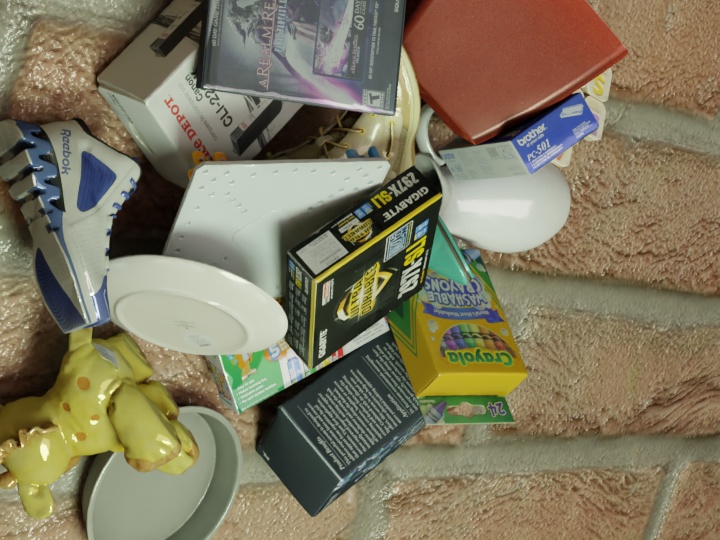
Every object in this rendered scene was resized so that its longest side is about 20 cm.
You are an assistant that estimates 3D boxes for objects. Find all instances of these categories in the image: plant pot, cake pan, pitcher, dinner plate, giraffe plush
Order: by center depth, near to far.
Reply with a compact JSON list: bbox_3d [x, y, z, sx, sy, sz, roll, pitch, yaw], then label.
[{"bbox_3d":[-0.274,0.149,1.504,0.162,0.173,0.200,-35,147,2],"label":"giraffe plush"},{"bbox_3d":[-0.169,0.043,1.512,0.200,0.199,0.024,43,50,-47],"label":"dinner plate"},{"bbox_3d":[0.126,-0.243,1.624,0.176,0.200,0.200,-42,101,2],"label":"plant pot"},{"bbox_3d":[-0.214,0.230,1.675,0.200,0.037,0.201,-22,125,-36],"label":"cake pan"},{"bbox_3d":[0.142,-0.106,1.806,0.199,0.121,0.173,-1,99,-32],"label":"pitcher"}]

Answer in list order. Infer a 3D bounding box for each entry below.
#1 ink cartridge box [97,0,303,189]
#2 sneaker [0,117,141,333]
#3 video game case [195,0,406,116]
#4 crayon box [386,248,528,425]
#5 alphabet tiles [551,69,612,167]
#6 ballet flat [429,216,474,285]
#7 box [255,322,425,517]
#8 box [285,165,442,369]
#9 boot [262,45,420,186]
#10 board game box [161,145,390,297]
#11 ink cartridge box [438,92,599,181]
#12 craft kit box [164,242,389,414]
[{"bbox_3d":[-0.132,-0.190,1.501,0.200,0.084,0.145,-48,137,-16],"label":"ink cartridge box"},{"bbox_3d":[-0.243,-0.052,1.420,0.115,0.080,0.200,-20,95,-34],"label":"sneaker"},{"bbox_3d":[-0.051,-0.226,1.457,0.199,0.019,0.144,5,91,-28],"label":"video game case"},{"bbox_3d":[0.101,0.068,1.710,0.125,0.201,0.052,3,145,-35],"label":"crayon box"},{"bbox_3d":[0.218,-0.229,1.814,0.199,0.015,0.197,24,72,-37],"label":"alphabet tiles"},{"bbox_3d":[0.051,-0.060,1.699,0.070,0.201,0.067,-26,164,-1],"label":"ballet flat"},{"bbox_3d":[0.001,0.158,1.753,0.200,0.107,0.149,-36,169,-25],"label":"box"},{"bbox_3d":[0.000,0.000,1.572,0.159,0.049,0.200,-37,160,-21],"label":"box"},{"bbox_3d":[-0.023,-0.134,1.557,0.155,0.073,0.201,-21,136,-23],"label":"boot"},{"bbox_3d":[-0.094,-0.044,1.515,0.199,0.026,0.200,-4,142,-29],"label":"board game box"},{"bbox_3d":[0.163,-0.138,1.651,0.094,0.200,0.044,-35,102,-15],"label":"ink cartridge box"},{"bbox_3d":[-0.082,0.018,1.647,0.199,0.048,0.198,-29,114,-23],"label":"craft kit box"}]
